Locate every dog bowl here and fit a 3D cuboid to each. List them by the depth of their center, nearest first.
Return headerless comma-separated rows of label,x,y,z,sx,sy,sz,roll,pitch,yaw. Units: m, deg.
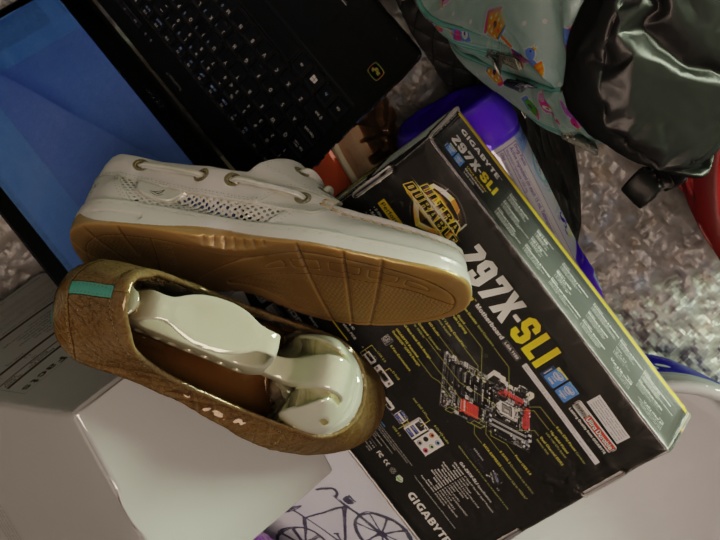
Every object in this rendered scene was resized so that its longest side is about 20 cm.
dog bowl,0.162,0.152,1.220,0.200,0.079,0.201,-4,103,-15

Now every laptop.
laptop,-0.106,-0.106,1.062,0.200,0.103,0.177,-43,82,27

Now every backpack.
backpack,0.120,-0.142,1.025,0.127,0.200,0.167,38,86,-29

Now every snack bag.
snack bag,-0.024,0.177,1.200,0.188,0.021,0.200,-15,119,40

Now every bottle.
bottle,0.089,0.000,1.108,0.065,0.084,0.200,-28,102,1

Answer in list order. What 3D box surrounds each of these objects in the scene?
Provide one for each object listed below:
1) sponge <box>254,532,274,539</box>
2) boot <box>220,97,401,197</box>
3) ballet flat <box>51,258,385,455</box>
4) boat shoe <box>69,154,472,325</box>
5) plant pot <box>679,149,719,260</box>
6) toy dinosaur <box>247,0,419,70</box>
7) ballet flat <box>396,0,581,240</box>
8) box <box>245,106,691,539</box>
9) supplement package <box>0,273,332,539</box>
sponge,-0.112,0.213,1.214,0.111,0.030,0.200,36,127,-16
boot,0.000,0.000,1.140,0.107,0.075,0.200,-24,99,22
ballet flat,-0.052,0.042,0.990,0.200,0.072,0.068,26,69,-32
boat shoe,-0.039,-0.025,1.010,0.199,0.069,0.071,11,148,7
plant pot,0.262,-0.082,1.107,0.200,0.183,0.201,-3,112,-6
toy dinosaur,-0.024,-0.179,1.093,0.102,0.077,0.201,-6,104,14
ballet flat,0.078,-0.086,1.164,0.057,0.066,0.200,-4,116,38
box,0.048,0.041,1.067,0.160,0.049,0.200,-36,95,32
supplement package,-0.136,0.084,1.101,0.120,0.200,0.121,-38,115,-31
